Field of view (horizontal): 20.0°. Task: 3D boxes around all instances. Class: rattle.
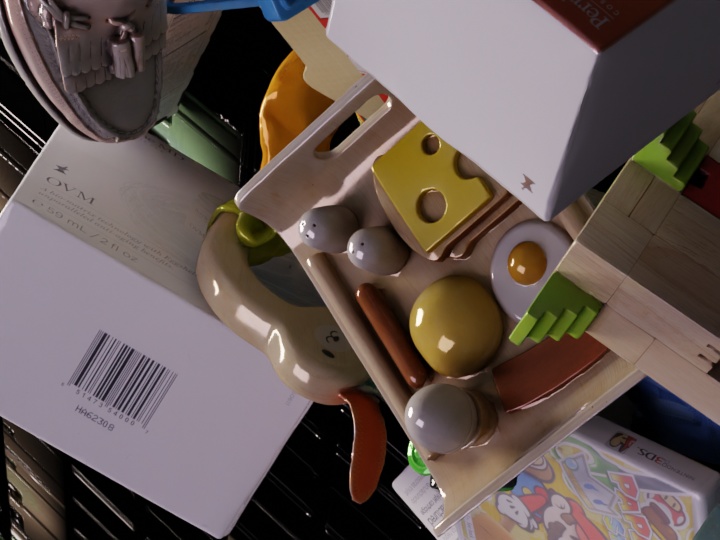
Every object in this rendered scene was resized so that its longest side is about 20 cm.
[{"bbox_3d":[0.000,0.000,1.069,0.143,0.130,0.201,-51,35,22],"label":"rattle"}]

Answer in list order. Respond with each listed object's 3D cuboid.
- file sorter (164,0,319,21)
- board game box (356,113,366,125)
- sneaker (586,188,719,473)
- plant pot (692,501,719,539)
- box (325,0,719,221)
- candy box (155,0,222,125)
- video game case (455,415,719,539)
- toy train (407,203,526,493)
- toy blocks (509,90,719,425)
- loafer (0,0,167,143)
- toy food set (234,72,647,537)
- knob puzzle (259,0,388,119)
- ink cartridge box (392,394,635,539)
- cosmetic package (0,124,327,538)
[{"bbox_3d":[-0.018,-0.216,0.902,0.122,0.199,0.139,8,127,56],"label":"file sorter"},{"bbox_3d":[0.060,-0.005,1.094,0.200,0.023,0.105,53,166,41],"label":"board game box"},{"bbox_3d":[0.147,0.046,1.045,0.199,0.077,0.112,34,135,20],"label":"sneaker"},{"bbox_3d":[0.253,0.187,0.934,0.196,0.200,0.201,36,145,39],"label":"plant pot"},{"bbox_3d":[0.102,-0.134,0.809,0.124,0.200,0.098,41,147,20],"label":"box"},{"bbox_3d":[-0.166,-0.193,1.253,0.168,0.071,0.200,49,150,8],"label":"candy box"},{"bbox_3d":[0.118,0.148,1.072,0.181,0.023,0.201,25,140,38],"label":"video game case"},{"bbox_3d":[0.062,0.011,0.993,0.056,0.042,0.202,8,92,41],"label":"toy train"},{"bbox_3d":[0.173,-0.012,0.868,0.136,0.200,0.100,34,148,4],"label":"toy blocks"},{"bbox_3d":[-0.120,-0.140,0.870,0.063,0.072,0.201,19,133,44],"label":"loafer"},{"bbox_3d":[0.038,0.002,0.952,0.143,0.060,0.201,-41,69,23],"label":"toy food set"},{"bbox_3d":[0.058,-0.110,1.004,0.218,0.031,0.220,13,154,6],"label":"knob puzzle"},{"bbox_3d":[0.130,0.152,1.170,0.200,0.084,0.144,48,149,8],"label":"ink cartridge box"},{"bbox_3d":[-0.124,0.020,1.200,0.199,0.200,0.123,30,109,-8],"label":"cosmetic package"}]
